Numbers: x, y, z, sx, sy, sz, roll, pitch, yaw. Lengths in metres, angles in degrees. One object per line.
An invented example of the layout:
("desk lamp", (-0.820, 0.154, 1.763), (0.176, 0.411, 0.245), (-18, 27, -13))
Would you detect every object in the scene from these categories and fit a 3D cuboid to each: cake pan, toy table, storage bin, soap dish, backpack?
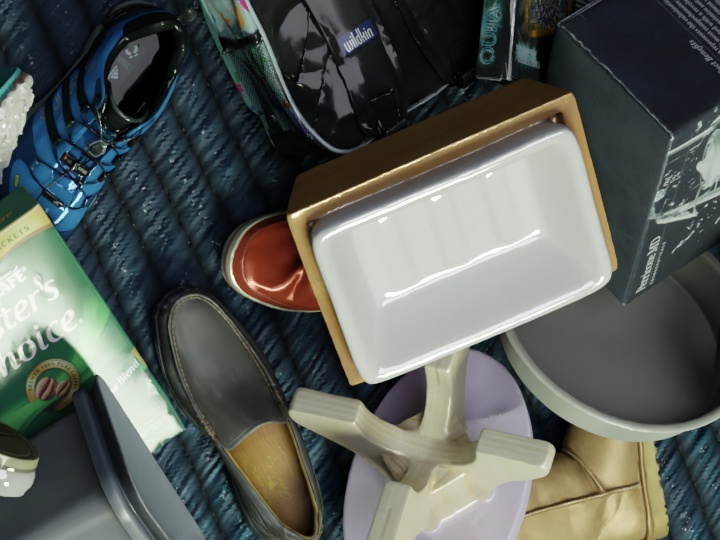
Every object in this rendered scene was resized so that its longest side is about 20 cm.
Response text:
("cake pan", (0.183, 0.039, 1.753), (0.199, 0.037, 0.201), (11, 51, -14))
("toy table", (0.048, 0.130, 1.683), (0.183, 0.117, 0.201), (1, 65, 12))
("storage bin", (-0.176, 0.195, 1.598), (0.134, 0.146, 0.200), (-28, 133, 1))
("soap dish", (0.059, -0.028, 1.614), (0.199, 0.081, 0.158), (-24, 130, -4))
("backpack", (-0.025, -0.197, 1.651), (0.177, 0.150, 0.201), (-37, 115, -21))

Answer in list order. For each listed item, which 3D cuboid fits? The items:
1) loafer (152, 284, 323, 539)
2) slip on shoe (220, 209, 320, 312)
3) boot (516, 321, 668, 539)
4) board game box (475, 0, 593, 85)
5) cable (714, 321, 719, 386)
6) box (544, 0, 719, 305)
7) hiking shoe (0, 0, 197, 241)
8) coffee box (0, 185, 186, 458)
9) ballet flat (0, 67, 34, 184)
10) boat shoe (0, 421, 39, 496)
("loafer", (-0.076, 0.100, 1.692), (0.073, 0.072, 0.201), (-33, 103, -15))
("slip on shoe", (0.000, 0.000, 1.722), (0.199, 0.061, 0.075), (10, 91, -20))
("boot", (0.114, 0.143, 1.772), (0.199, 0.066, 0.176), (-14, 91, -15))
("board game box", (0.125, -0.190, 1.702), (0.028, 0.200, 0.136), (6, 91, 20))
("cable", (0.316, 0.038, 1.748), (0.163, 0.051, 0.201), (27, 65, -41))
("box", (0.230, -0.115, 1.706), (0.196, 0.200, 0.124), (-31, 63, -22))
("hiking shoe", (-0.183, -0.095, 1.632), (0.074, 0.087, 0.201), (31, 82, -19))
("coffee box", (-0.215, 0.059, 1.622), (0.123, 0.044, 0.201), (-33, 118, -8))
("ballet flat", (-0.280, -0.048, 1.613), (0.200, 0.072, 0.072), (-42, 106, -6))
("boat shoe", (-0.286, 0.115, 1.564), (0.075, 0.199, 0.069), (12, 94, -56))
